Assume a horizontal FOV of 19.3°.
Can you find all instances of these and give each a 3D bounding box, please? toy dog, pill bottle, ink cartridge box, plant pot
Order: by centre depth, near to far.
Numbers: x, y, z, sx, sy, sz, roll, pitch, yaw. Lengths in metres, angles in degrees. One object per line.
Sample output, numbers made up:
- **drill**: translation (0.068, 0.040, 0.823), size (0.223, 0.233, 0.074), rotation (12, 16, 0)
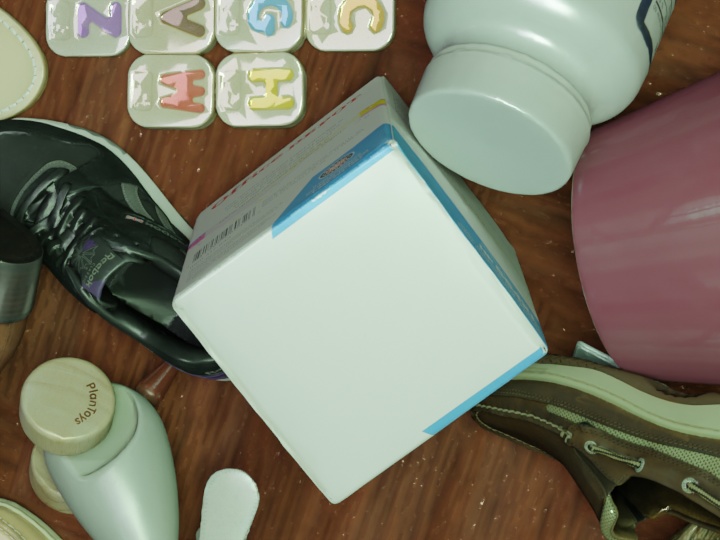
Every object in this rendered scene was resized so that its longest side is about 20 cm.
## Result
- **plant pot**: translation (0.207, -0.023, 1.011), size (0.179, 0.200, 0.200), rotation (-11, 89, 26)
- **pill bottle**: translation (0.097, -0.140, 1.021), size (0.111, 0.111, 0.200), rotation (20, 65, 10)
- **ink cartridge box**: translation (0.000, 0.000, 1.047), size (0.128, 0.200, 0.125), rotation (-36, 102, 9)
- **toy dog**: translation (-0.095, 0.121, 1.109), size (0.096, 0.132, 0.200), rotation (-35, 92, -22)

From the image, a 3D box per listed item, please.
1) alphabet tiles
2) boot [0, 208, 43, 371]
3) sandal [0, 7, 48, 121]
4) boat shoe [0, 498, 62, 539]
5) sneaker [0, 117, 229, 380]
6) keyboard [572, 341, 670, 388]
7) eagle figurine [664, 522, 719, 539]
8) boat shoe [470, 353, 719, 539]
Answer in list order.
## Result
- **alphabet tiles**: translation (-0.077, -0.176, 1.141), size (0.195, 0.015, 0.200), rotation (1, 91, 10)
- **boot**: translation (-0.252, 0.032, 1.150), size (0.188, 0.068, 0.200), rotation (38, 120, 29)
- **sandal**: translation (-0.275, -0.143, 1.151), size (0.211, 0.070, 0.078), rotation (31, 96, 9)
- **boat shoe**: translation (-0.168, 0.214, 1.135), size (0.074, 0.069, 0.200), rotation (-33, 83, 11)
- **sneaker**: translation (-0.134, -0.017, 1.116), size (0.200, 0.088, 0.076), rotation (35, 97, 9)
- **keyboard**: translation (0.195, 0.092, 1.072), size (0.200, 0.056, 0.011), rotation (28, 68, 9)
- **eagle figurine**: translation (0.210, 0.209, 1.037), size (0.151, 0.152, 0.200), rotation (-37, 79, -11)
- **boat shoe**: translation (0.127, 0.092, 1.021), size (0.202, 0.075, 0.075), rotation (8, 67, 43)
